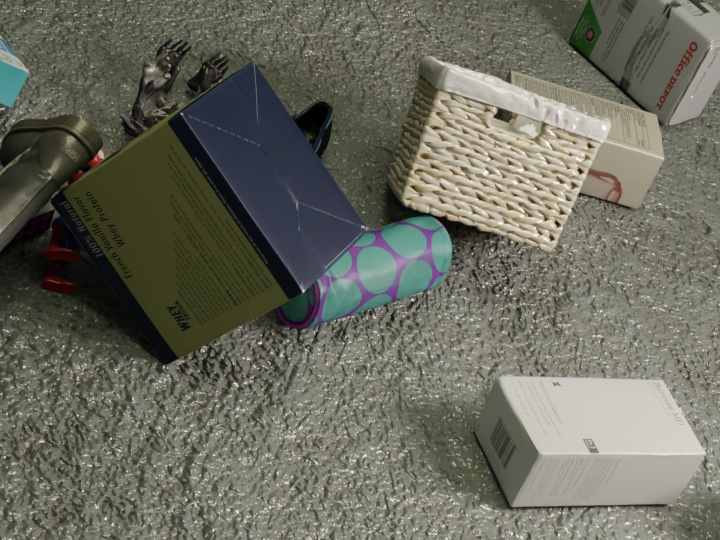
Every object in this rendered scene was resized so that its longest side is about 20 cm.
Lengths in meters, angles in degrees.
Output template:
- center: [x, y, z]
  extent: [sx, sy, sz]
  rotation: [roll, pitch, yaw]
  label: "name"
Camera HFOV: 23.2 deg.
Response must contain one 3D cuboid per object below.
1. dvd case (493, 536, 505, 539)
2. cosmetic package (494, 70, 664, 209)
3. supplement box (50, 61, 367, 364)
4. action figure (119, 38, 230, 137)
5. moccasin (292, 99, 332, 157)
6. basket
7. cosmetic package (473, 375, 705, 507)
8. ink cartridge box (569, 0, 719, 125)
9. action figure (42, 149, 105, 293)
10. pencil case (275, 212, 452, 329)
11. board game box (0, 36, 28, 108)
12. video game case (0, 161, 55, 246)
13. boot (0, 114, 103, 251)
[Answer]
- center: [0.132, 0.332, 1.558]
  extent: [0.148, 0.016, 0.200]
  rotation: [-13, 51, -39]
  label: "dvd case"
- center: [0.262, -0.161, 2.158]
  extent: [0.199, 0.087, 0.103]
  rotation: [16, 37, -9]
  label: "cosmetic package"
- center: [-0.144, -0.052, 1.666]
  extent: [0.200, 0.200, 0.134]
  rotation: [56, 38, -8]
  label: "supplement box"
- center: [-0.198, -0.188, 1.936]
  extent: [0.119, 0.102, 0.200]
  rotation: [26, 34, -17]
  label: "action figure"
- center: [-0.090, -0.135, 1.954]
  extent: [0.080, 0.068, 0.200]
  rotation: [26, 38, 3]
  label: "moccasin"
- center: [0.145, -0.131, 1.943]
  extent: [0.198, 0.161, 0.200]
  rotation: [18, 7, -8]
  label: "basket"
- center: [0.228, 0.170, 1.749]
  extent: [0.199, 0.081, 0.113]
  rotation: [0, 41, -27]
  label: "cosmetic package"
- center: [0.399, -0.313, 2.366]
  extent: [0.083, 0.147, 0.200]
  rotation: [-16, 54, -42]
  label: "ink cartridge box"
- center: [-0.260, -0.059, 1.777]
  extent: [0.099, 0.065, 0.200]
  rotation: [8, 41, -7]
  label: "action figure"
- center: [0.000, 0.000, 1.829]
  extent: [0.200, 0.085, 0.092]
  rotation: [-16, 14, -39]
  label: "pencil case"
- center: [-0.460, -0.250, 1.826]
  extent: [0.200, 0.047, 0.151]
  rotation: [23, 13, -34]
  label: "board game box"
- center: [-0.434, -0.074, 1.725]
  extent: [0.181, 0.036, 0.200]
  rotation: [40, 40, 20]
  label: "video game case"
- center: [-0.346, -0.057, 1.654]
  extent: [0.073, 0.182, 0.200]
  rotation: [42, 64, -18]
  label: "boot"
